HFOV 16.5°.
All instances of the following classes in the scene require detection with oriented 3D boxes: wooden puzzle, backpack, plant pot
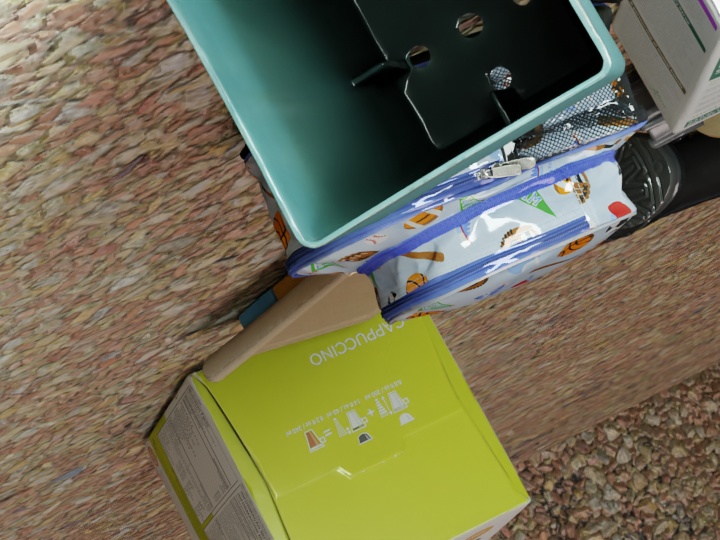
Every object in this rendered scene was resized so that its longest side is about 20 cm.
[{"bbox_3d":[0.000,0.000,1.723,0.200,0.037,0.185,-22,168,-47],"label":"wooden puzzle"},{"bbox_3d":[0.040,-0.055,1.299,0.190,0.155,0.200,-13,168,-16],"label":"backpack"},{"bbox_3d":[0.028,-0.109,1.050,0.141,0.142,0.200,-30,176,14],"label":"plant pot"}]

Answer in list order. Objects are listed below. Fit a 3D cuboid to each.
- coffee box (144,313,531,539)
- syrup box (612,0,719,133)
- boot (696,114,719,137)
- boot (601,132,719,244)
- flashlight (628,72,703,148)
[{"bbox_3d":[-0.022,0.156,1.923,0.199,0.201,0.198,-23,167,-22],"label":"coffee box"},{"bbox_3d":[0.203,-0.152,1.393,0.078,0.082,0.200,-27,170,-7],"label":"syrup box"},{"bbox_3d":[0.322,-0.147,1.712,0.201,0.071,0.144,-35,165,11],"label":"boot"},{"bbox_3d":[0.250,-0.078,1.862,0.199,0.066,0.165,-17,173,-33],"label":"boot"},{"bbox_3d":[0.267,-0.146,1.614,0.199,0.068,0.068,-29,142,9],"label":"flashlight"}]
